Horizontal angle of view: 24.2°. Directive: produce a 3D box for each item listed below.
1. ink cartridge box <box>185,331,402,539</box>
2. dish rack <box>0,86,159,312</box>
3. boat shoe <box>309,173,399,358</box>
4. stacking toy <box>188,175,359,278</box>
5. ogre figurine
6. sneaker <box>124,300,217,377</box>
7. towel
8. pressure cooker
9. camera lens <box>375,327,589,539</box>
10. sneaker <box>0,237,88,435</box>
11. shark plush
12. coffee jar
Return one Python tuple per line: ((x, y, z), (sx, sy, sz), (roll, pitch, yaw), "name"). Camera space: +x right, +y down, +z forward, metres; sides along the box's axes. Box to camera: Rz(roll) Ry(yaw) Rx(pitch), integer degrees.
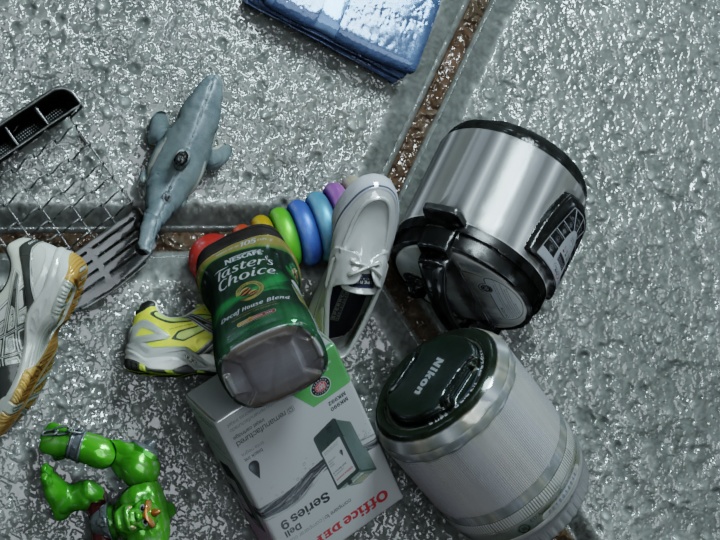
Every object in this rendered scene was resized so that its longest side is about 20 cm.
((-0.062, 0.177, 1.674), (0.145, 0.084, 0.201), (-33, 118, -16), "ink cartridge box")
((-0.303, -0.064, 1.698), (0.153, 0.055, 0.201), (-37, 93, -17), "dish rack")
((0.000, 0.000, 1.710), (0.073, 0.066, 0.202), (2, 124, -18), "boat shoe")
((-0.083, -0.031, 1.750), (0.198, 0.085, 0.086), (-18, 87, -10), "stacking toy")
((-0.245, 0.244, 1.653), (0.118, 0.098, 0.202), (-12, 65, -1), "ogre figurine")
((-0.139, 0.072, 1.714), (0.198, 0.075, 0.077), (4, 81, -17), "sneaker")
((-0.017, -0.293, 1.815), (0.198, 0.049, 0.113), (26, 76, -10), "towel")
((0.127, -0.031, 1.745), (0.175, 0.178, 0.201), (33, 67, -11), "pressure cooker")
((0.122, 0.171, 1.702), (0.160, 0.159, 0.200), (-49, 120, -16), "camera lens")
((-0.341, 0.062, 1.651), (0.087, 0.076, 0.202), (24, 97, 4), "sneaker")
((-0.195, -0.108, 1.699), (0.091, 0.083, 0.201), (37, 58, -5), "shark plush")
((-0.099, 0.038, 1.623), (0.103, 0.201, 0.086), (-24, 123, 1), "coffee jar")
